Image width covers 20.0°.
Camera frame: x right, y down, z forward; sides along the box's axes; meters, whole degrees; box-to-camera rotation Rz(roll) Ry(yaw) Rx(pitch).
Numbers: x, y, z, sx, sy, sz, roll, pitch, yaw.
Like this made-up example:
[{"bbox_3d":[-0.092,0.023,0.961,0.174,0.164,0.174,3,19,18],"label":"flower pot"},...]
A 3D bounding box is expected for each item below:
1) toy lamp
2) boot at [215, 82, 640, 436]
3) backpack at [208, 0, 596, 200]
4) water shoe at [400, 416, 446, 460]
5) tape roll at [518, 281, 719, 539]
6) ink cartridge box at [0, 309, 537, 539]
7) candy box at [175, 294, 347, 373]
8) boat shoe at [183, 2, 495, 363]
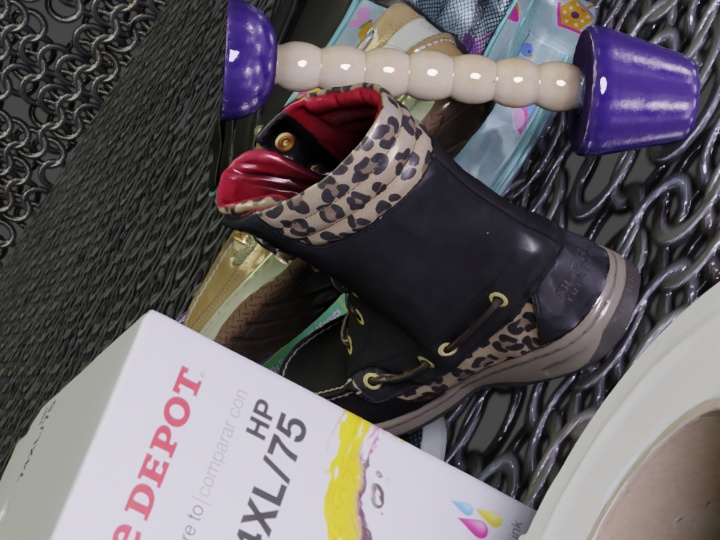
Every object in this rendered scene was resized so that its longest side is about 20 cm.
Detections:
[{"bbox_3d":[0.042,-0.080,0.860,0.058,0.199,0.058,-176,90,-87],"label":"toy lamp"},{"bbox_3d":[0.000,0.000,0.865,0.200,0.151,0.073,-17,45,46],"label":"boot"},{"bbox_3d":[0.015,-0.094,1.059,0.200,0.153,0.176,-53,10,-18],"label":"backpack"},{"bbox_3d":[-0.014,0.110,0.929,0.072,0.079,0.200,-49,19,40],"label":"water shoe"},{"bbox_3d":[0.107,0.095,0.551,0.203,0.071,0.203,-56,16,24],"label":"tape roll"},{"bbox_3d":[-0.037,0.139,0.706,0.146,0.200,0.147,-40,26,55],"label":"ink cartridge box"},{"bbox_3d":[-0.088,0.062,1.176,0.169,0.077,0.200,-40,2,-29],"label":"candy box"},{"bbox_3d":[-0.023,-0.039,0.952,0.200,0.076,0.072,-47,-18,18],"label":"boat shoe"}]
